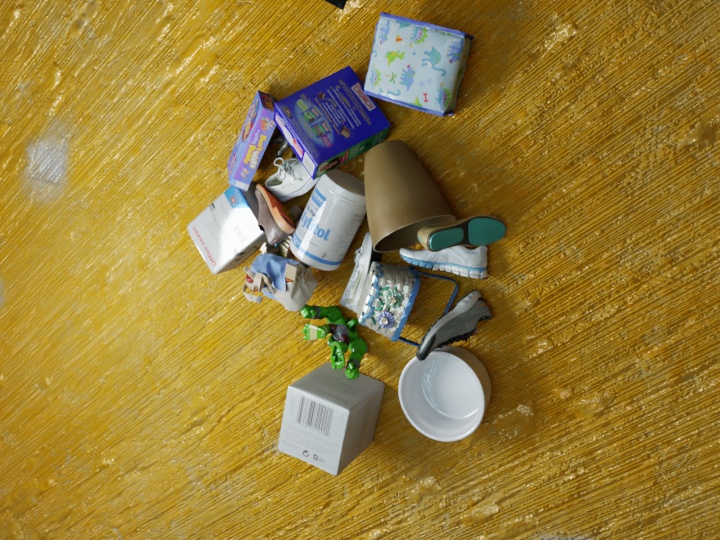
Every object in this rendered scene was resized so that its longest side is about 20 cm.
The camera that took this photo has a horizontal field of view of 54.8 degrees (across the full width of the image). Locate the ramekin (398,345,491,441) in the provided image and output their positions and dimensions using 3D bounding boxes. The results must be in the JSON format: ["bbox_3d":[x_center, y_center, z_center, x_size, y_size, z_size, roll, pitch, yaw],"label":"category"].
[{"bbox_3d":[0.192,0.264,1.532,0.198,0.097,0.203,5,101,26],"label":"ramekin"}]

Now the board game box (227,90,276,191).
[{"bbox_3d":[-0.255,-0.307,1.639,0.044,0.135,0.201,19,115,-23],"label":"board game box"}]

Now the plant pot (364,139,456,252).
[{"bbox_3d":[0.085,-0.168,1.477,0.185,0.186,0.202,-25,76,28],"label":"plant pot"}]

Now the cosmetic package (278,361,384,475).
[{"bbox_3d":[-0.065,0.338,1.619,0.163,0.200,0.167,18,106,23],"label":"cosmetic package"}]

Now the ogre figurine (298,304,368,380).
[{"bbox_3d":[-0.051,0.154,1.624,0.199,0.120,0.099,34,117,19],"label":"ogre figurine"}]

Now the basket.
[{"bbox_3d":[0.098,0.078,1.533,0.198,0.139,0.178,13,109,-12],"label":"basket"}]

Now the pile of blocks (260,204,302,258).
[{"bbox_3d":[-0.187,-0.058,1.675,0.062,0.082,0.201,38,114,16],"label":"pile of blocks"}]

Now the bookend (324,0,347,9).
[{"bbox_3d":[-0.125,-0.675,1.510,0.093,0.197,0.201,-60,28,22],"label":"bookend"}]

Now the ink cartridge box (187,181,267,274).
[{"bbox_3d":[-0.317,-0.106,1.732,0.199,0.084,0.147,-35,83,29],"label":"ink cartridge box"}]

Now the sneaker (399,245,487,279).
[{"bbox_3d":[0.183,-0.040,1.501,0.197,0.075,0.088,10,96,14],"label":"sneaker"}]

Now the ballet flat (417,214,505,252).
[{"bbox_3d":[0.208,-0.084,1.437,0.063,0.198,0.070,37,130,57],"label":"ballet flat"}]

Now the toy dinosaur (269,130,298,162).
[{"bbox_3d":[-0.147,-0.305,1.625,0.198,0.077,0.104,9,84,42],"label":"toy dinosaur"}]

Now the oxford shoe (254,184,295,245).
[{"bbox_3d":[-0.221,-0.135,1.631,0.073,0.071,0.201,-43,41,9],"label":"oxford shoe"}]

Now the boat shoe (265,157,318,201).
[{"bbox_3d":[-0.162,-0.223,1.593,0.201,0.086,0.075,-14,50,55],"label":"boat shoe"}]

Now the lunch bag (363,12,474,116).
[{"bbox_3d":[0.114,-0.424,1.429,0.198,0.127,0.172,18,108,13],"label":"lunch bag"}]

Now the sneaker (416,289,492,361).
[{"bbox_3d":[0.198,0.126,1.466,0.200,0.074,0.079,-39,79,-15],"label":"sneaker"}]

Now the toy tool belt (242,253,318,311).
[{"bbox_3d":[-0.203,0.008,1.598,0.198,0.126,0.123,11,148,31],"label":"toy tool belt"}]

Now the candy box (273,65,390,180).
[{"bbox_3d":[-0.062,-0.321,1.502,0.170,0.199,0.077,56,161,8],"label":"candy box"}]

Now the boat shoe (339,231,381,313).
[{"bbox_3d":[0.000,0.000,1.597,0.064,0.074,0.204,20,115,18],"label":"boat shoe"}]

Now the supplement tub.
[{"bbox_3d":[-0.067,-0.114,1.577,0.131,0.132,0.201,34,113,17],"label":"supplement tub"}]
